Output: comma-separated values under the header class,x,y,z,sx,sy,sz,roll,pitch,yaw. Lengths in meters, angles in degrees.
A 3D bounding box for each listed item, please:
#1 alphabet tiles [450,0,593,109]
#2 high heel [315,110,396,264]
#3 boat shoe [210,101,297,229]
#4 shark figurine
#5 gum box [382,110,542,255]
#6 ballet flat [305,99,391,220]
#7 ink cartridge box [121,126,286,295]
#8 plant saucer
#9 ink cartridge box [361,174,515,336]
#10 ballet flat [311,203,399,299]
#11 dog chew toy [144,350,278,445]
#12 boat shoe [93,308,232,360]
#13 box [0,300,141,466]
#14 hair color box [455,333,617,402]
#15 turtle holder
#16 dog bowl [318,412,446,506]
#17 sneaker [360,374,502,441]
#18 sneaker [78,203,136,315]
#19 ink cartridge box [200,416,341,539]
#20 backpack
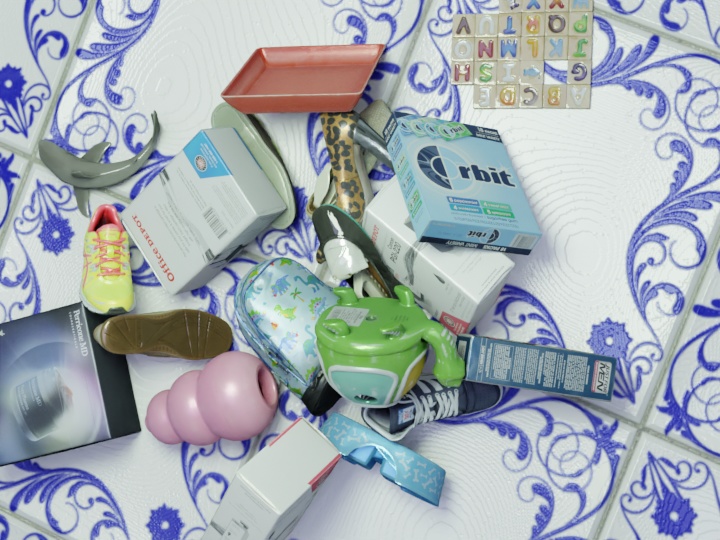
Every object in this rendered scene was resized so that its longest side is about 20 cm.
class,x,y,z,sx,sy,sz,roll,pitch,yaw
alphabet tiles,0.225,-0.311,1.669,0.196,0.008,0.170,2,88,12
high heel,-0.040,-0.120,1.639,0.142,0.071,0.201,39,108,4
boat shoe,-0.142,-0.153,1.712,0.071,0.060,0.203,-31,82,20
shark figurine,-0.381,-0.156,1.753,0.211,0.089,0.130,-13,86,13
gum box,0.131,-0.116,1.565,0.045,0.167,0.202,-60,34,40
ballet flat,-0.017,-0.154,1.678,0.067,0.062,0.202,26,93,40
ink cartridge box,-0.225,-0.084,1.685,0.199,0.086,0.147,-40,80,30
plant saucer,-0.074,-0.264,1.654,0.196,0.201,0.037,0,119,12
ink cartridge box,0.096,-0.019,1.604,0.200,0.146,0.085,41,70,12
ballet flat,0.000,0.000,1.599,0.067,0.069,0.200,-24,119,32
dog chew toy,-0.218,0.191,1.688,0.197,0.124,0.127,-18,84,19
boat shoe,-0.281,0.089,1.700,0.197,0.064,0.073,6,86,-29
box,-0.448,0.163,1.734,0.195,0.123,0.203,-15,85,10
hair color box,0.228,0.127,1.573,0.196,0.100,0.062,9,88,-7
turtle holder,0.034,0.101,1.541,0.182,0.141,0.134,-8,115,-10
dog bowl,0.029,0.257,1.636,0.198,0.112,0.050,26,79,12
sneaker,0.094,0.181,1.612,0.196,0.109,0.071,-1,107,8
sneaker,-0.362,-0.018,1.689,0.077,0.201,0.091,-1,130,-22
ink cartridge box,-0.126,0.314,1.602,0.083,0.146,0.201,40,133,12
backpack,-0.085,0.073,1.656,0.163,0.154,0.200,-45,65,-9
